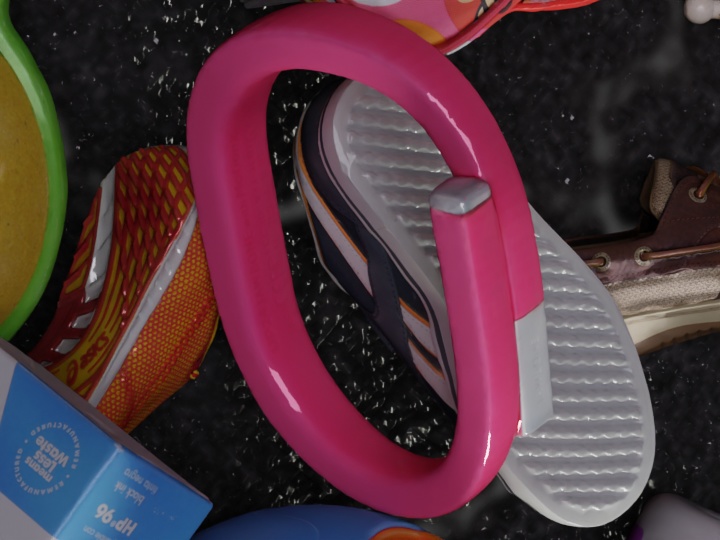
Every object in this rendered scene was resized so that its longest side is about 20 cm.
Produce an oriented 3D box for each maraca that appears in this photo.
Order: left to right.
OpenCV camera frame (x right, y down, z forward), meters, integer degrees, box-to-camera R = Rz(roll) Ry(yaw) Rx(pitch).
[{"bbox_3d":[-0.177,-0.058,0.868,0.136,0.107,0.201,3,103,9],"label":"maraca"}]

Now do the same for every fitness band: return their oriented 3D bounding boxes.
[{"bbox_3d":[0.000,0.000,0.831,0.037,0.143,0.201,-35,129,-39],"label":"fitness band"}]

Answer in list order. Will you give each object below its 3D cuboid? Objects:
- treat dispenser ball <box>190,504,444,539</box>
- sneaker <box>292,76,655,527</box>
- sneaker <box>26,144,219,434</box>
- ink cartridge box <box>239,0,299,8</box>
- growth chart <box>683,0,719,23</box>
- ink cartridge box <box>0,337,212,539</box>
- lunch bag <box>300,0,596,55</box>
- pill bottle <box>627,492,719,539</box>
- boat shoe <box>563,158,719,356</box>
[{"bbox_3d":[-0.017,0.190,0.869,0.200,0.201,0.202,-1,94,-9],"label":"treat dispenser ball"},{"bbox_3d":[0.043,0.009,0.897,0.078,0.079,0.200,-33,100,-19],"label":"sneaker"},{"bbox_3d":[-0.100,0.044,0.913,0.200,0.073,0.077,-53,143,11],"label":"sneaker"},{"bbox_3d":[0.006,-0.214,0.904,0.144,0.085,0.201,-12,97,-8],"label":"ink cartridge box"},{"bbox_3d":[0.185,-0.196,0.968,0.144,0.018,0.201,-3,94,-8],"label":"growth chart"},{"bbox_3d":[-0.162,0.127,0.819,0.200,0.116,0.068,-54,143,-4],"label":"ink cartridge box"},{"bbox_3d":[0.043,-0.175,0.828,0.200,0.082,0.176,-43,101,-4],"label":"lunch bag"},{"bbox_3d":[0.125,0.201,0.942,0.104,0.104,0.201,26,90,-10],"label":"pill bottle"},{"bbox_3d":[0.137,-0.013,0.948,0.199,0.072,0.072,-18,95,0],"label":"boat shoe"}]
